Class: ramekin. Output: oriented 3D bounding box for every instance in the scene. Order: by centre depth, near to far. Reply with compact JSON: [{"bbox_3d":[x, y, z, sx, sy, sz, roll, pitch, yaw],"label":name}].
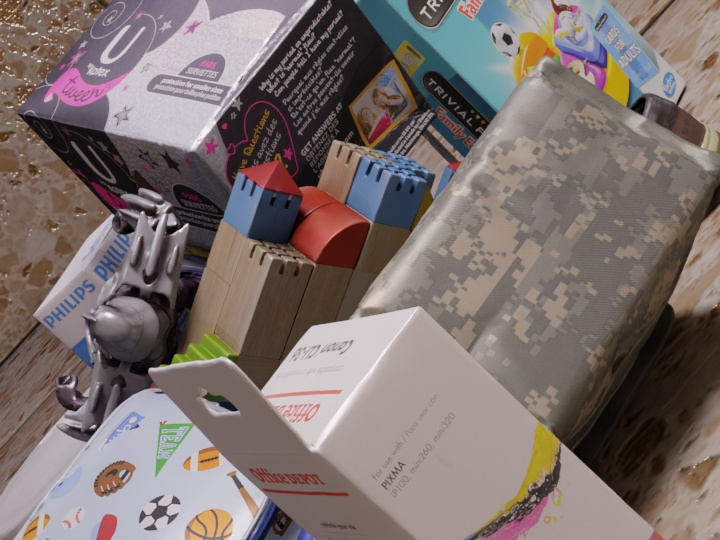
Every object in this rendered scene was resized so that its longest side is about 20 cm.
[{"bbox_3d":[-0.193,0.159,1.390,0.202,0.094,0.203,-45,13,13],"label":"ramekin"}]

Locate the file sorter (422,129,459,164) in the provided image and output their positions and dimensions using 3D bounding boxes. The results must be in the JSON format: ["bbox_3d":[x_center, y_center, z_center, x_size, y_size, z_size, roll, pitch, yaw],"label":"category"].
[{"bbox_3d":[0.018,0.000,1.101,0.139,0.124,0.200,-35,17,47],"label":"file sorter"}]

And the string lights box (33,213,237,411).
[{"bbox_3d":[-0.107,0.055,1.175,0.059,0.200,0.103,-39,14,30],"label":"string lights box"}]

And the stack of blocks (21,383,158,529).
[{"bbox_3d":[-0.152,0.158,0.999,0.200,0.059,0.115,-50,12,-14],"label":"stack of blocks"}]

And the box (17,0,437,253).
[{"bbox_3d":[-0.081,-0.090,1.021,0.199,0.115,0.132,15,62,52],"label":"box"}]

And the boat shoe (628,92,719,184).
[{"bbox_3d":[0.110,-0.017,0.973,0.200,0.065,0.073,-47,15,18],"label":"boat shoe"}]

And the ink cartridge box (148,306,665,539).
[{"bbox_3d":[0.023,0.079,0.666,0.068,0.200,0.116,-51,13,-18],"label":"ink cartridge box"}]

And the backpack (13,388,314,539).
[{"bbox_3d":[-0.060,0.153,0.796,0.190,0.154,0.201,15,62,36],"label":"backpack"}]

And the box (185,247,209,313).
[{"bbox_3d":[-0.052,-0.061,1.127,0.200,0.050,0.075,-50,12,-14],"label":"box"}]

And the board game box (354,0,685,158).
[{"bbox_3d":[0.093,-0.128,1.064,0.047,0.200,0.151,-33,19,45],"label":"board game box"}]

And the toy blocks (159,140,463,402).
[{"bbox_3d":[0.000,0.000,0.904,0.100,0.199,0.138,35,110,48],"label":"toy blocks"}]

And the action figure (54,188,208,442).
[{"bbox_3d":[-0.115,0.027,0.933,0.131,0.069,0.200,-63,-5,2],"label":"action figure"}]

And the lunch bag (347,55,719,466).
[{"bbox_3d":[0.071,0.033,0.826,0.164,0.117,0.200,-53,-12,-24],"label":"lunch bag"}]
